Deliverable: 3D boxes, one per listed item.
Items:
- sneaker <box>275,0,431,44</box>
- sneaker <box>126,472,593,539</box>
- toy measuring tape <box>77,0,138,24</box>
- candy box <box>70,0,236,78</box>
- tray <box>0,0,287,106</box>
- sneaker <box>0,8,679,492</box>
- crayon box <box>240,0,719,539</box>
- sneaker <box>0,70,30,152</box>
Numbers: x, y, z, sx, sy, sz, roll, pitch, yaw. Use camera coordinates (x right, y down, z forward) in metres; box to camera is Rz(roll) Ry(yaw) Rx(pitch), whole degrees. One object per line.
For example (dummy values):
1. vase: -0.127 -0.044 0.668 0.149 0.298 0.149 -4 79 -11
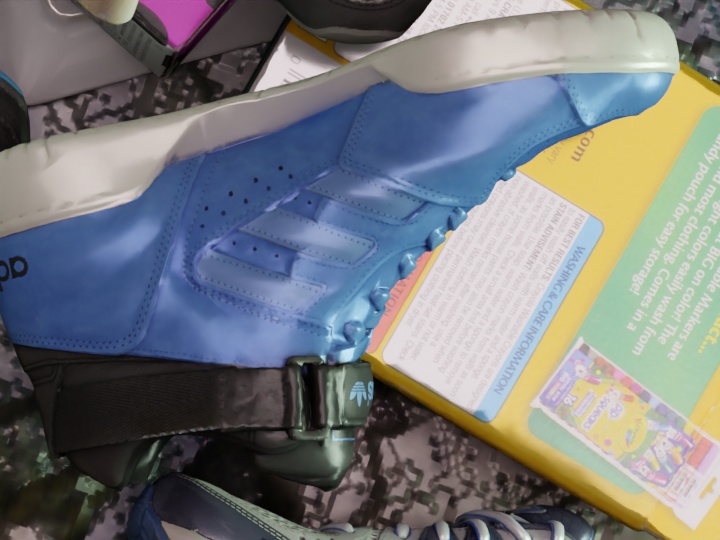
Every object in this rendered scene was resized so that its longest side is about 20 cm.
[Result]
1. sneaker: -0.005 -0.163 0.807 0.075 0.079 0.201 -2 86 -10
2. sneaker: 0.025 0.103 0.879 0.199 0.077 0.086 30 71 -12
3. toy measuring tape: -0.058 -0.144 0.778 0.073 0.074 0.201 -11 55 -9
4. candy box: -0.086 -0.173 0.865 0.200 0.061 0.137 42 80 -4
5. tray: -0.083 -0.159 0.906 0.107 0.022 0.201 -16 87 -11
6. sneaker: 0.000 0.000 0.821 0.199 0.077 0.112 -15 87 -1
7. crayon box: 0.055 -0.010 0.891 0.199 0.052 0.126 31 88 -4
8. sneaker: -0.152 0.030 0.839 0.073 0.082 0.200 40 84 -35
